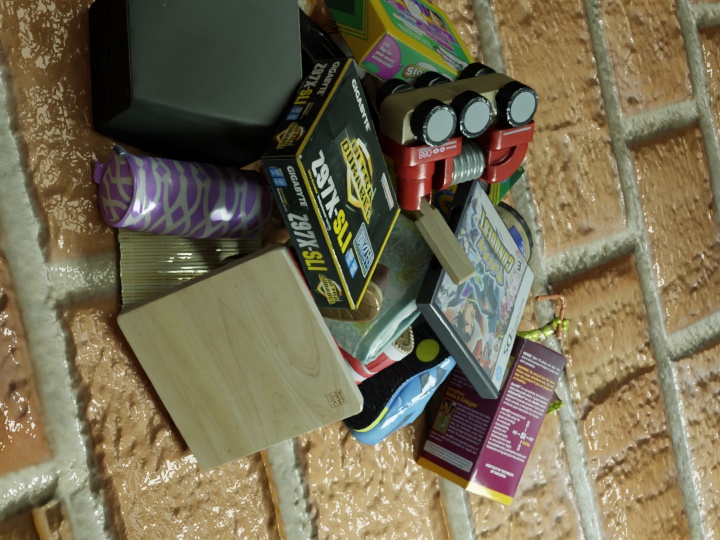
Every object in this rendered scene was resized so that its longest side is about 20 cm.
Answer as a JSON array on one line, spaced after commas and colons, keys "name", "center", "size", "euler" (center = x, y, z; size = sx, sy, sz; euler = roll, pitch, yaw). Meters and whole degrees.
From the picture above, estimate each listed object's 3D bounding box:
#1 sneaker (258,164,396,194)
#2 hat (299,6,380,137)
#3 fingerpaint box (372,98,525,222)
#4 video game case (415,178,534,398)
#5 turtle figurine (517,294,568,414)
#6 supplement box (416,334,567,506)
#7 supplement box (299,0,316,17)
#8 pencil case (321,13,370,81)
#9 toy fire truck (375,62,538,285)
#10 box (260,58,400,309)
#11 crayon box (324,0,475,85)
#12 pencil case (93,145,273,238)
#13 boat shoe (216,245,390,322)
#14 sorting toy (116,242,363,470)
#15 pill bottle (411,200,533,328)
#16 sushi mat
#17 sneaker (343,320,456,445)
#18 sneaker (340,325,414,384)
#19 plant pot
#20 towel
[{"name": "sneaker", "center": [-0.018, -0.100, 1.461], "size": [0.199, 0.082, 0.078], "euler": [16, 35, -48]}, {"name": "hat", "center": [-0.056, -0.210, 1.431], "size": [0.201, 0.080, 0.201], "euler": [53, 14, -19]}, {"name": "fingerpaint box", "center": [0.084, -0.136, 1.608], "size": [0.200, 0.073, 0.167], "euler": [45, 50, 0]}, {"name": "video game case", "center": [0.140, 0.022, 1.527], "size": [0.201, 0.025, 0.182], "euler": [53, 49, -43]}, {"name": "turtle figurine", "center": [0.204, 0.128, 1.751], "size": [0.198, 0.064, 0.163], "euler": [-26, 107, -19]}, {"name": "supplement box", "center": [0.166, 0.179, 1.637], "size": [0.085, 0.110, 0.202], "euler": [24, 86, -35]}, {"name": "supplement box", "center": [-0.132, -0.376, 1.489], "size": [0.199, 0.073, 0.127], "euler": [37, 60, -34]}, {"name": "pencil case", "center": [-0.040, -0.217, 1.553], "size": [0.089, 0.078, 0.201], "euler": [37, 60, -17]}, {"name": "toy fire truck", "center": [0.112, -0.108, 1.436], "size": [0.174, 0.128, 0.203], "euler": [-16, 123, -30]}, {"name": "box", "center": [-0.025, -0.087, 1.315], "size": [0.161, 0.049, 0.202], "euler": [-63, 145, -41]}, {"name": "crayon box", "center": [0.051, -0.272, 1.509], "size": [0.199, 0.058, 0.174], "euler": [22, 34, -43]}, {"name": "pencil case", "center": [-0.189, -0.079, 1.391], "size": [0.198, 0.085, 0.085], "euler": [7, 106, -41]}, {"name": "boat shoe", "center": [-0.061, 0.005, 1.421], "size": [0.072, 0.197, 0.073], "euler": [-63, 149, -41]}, {"name": "sorting toy", "center": [-0.123, 0.084, 1.375], "size": [0.070, 0.197, 0.202], "euler": [-78, 143, -66]}, {"name": "pill bottle", "center": [0.129, 0.002, 1.662], "size": [0.200, 0.111, 0.113], "euler": [-42, 113, -39]}, {"name": "sushi mat", "center": [-0.185, -0.006, 1.434], "size": [0.198, 0.012, 0.097], "euler": [-1, 85, -43]}, {"name": "sneaker", "center": [0.065, 0.133, 1.574], "size": [0.200, 0.066, 0.078], "euler": [-44, 141, 0]}, {"name": "sneaker", "center": [-0.001, 0.046, 1.575], "size": [0.071, 0.112, 0.202], "euler": [31, 35, -33]}, {"name": "plant pot", "center": [-0.182, -0.219, 1.354], "size": [0.175, 0.199, 0.203], "euler": [-2, 86, -28]}, {"name": "towel", "center": [0.000, 0.000, 1.502], "size": [0.200, 0.170, 0.049], "euler": [-43, 156, -35]}]
